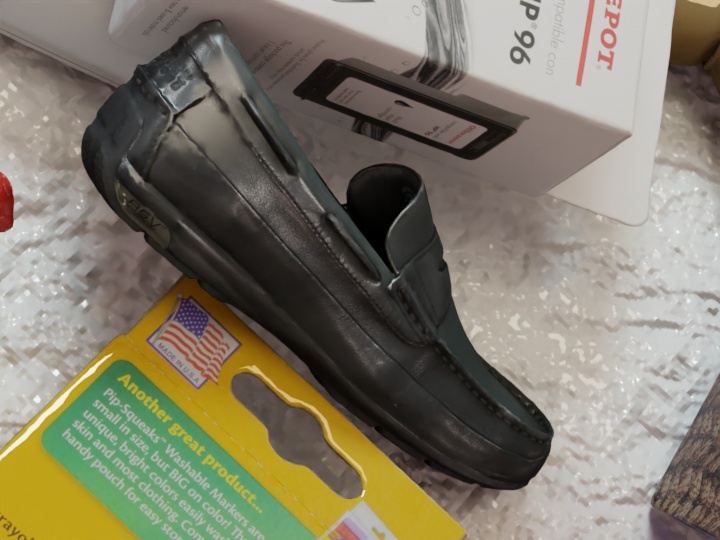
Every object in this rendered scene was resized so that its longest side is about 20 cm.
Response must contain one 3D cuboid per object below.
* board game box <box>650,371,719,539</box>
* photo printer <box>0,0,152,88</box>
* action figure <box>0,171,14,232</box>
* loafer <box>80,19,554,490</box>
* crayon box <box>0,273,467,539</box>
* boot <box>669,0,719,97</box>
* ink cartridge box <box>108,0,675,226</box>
[{"bbox_3d":[0.229,0.063,0.884,0.200,0.097,0.159,30,88,-8],"label":"board game box"},{"bbox_3d":[-0.113,-0.162,0.894,0.200,0.069,0.166,24,60,-12],"label":"photo printer"},{"bbox_3d":[-0.191,0.032,0.784,0.065,0.052,0.200,42,62,6],"label":"action figure"},{"bbox_3d":[0.000,0.000,0.835,0.070,0.068,0.201,-46,119,5],"label":"loafer"},{"bbox_3d":[-0.076,0.112,0.794,0.126,0.052,0.200,43,58,1],"label":"crayon box"},{"bbox_3d":[0.093,-0.085,0.955,0.200,0.066,0.175,9,57,-18],"label":"boot"},{"bbox_3d":[0.030,-0.102,0.854,0.200,0.068,0.116,19,66,-20],"label":"ink cartridge box"}]
